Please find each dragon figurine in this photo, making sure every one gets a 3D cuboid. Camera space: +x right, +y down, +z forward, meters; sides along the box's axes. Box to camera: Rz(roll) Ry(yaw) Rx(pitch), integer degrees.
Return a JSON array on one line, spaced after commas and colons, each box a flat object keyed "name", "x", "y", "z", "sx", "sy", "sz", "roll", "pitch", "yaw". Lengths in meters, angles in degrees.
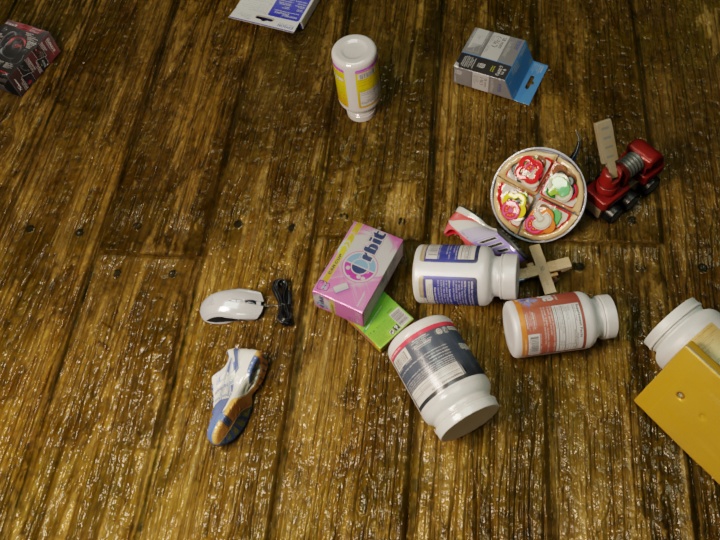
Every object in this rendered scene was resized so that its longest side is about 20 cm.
[{"name": "dragon figurine", "x": 0.417, "y": -0.195, "z": 1.478, "sx": 0.059, "sy": 0.200, "sz": 0.099, "roll": 36, "pitch": 37, "yaw": 6}]

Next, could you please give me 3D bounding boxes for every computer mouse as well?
[{"name": "computer mouse", "x": -0.242, "y": 0.072, "z": 1.449, "sx": 0.199, "sy": 0.044, "sz": 0.110, "roll": -5, "pitch": 62, "yaw": 3}]

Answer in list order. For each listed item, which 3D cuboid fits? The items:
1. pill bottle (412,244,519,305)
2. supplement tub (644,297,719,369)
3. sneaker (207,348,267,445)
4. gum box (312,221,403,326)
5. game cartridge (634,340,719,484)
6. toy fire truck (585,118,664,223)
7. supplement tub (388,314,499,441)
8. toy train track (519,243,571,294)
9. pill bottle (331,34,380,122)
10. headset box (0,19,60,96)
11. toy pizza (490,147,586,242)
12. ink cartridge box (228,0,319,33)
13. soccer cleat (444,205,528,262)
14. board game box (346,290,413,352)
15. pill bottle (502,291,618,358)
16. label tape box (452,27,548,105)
[{"name": "pill bottle", "x": 0.212, "y": 0.010, "z": 1.380, "sx": 0.199, "sy": 0.120, "sz": 0.120, "roll": 3, "pitch": 61, "yaw": 17}, {"name": "supplement tub", "x": 0.634, "y": 0.161, "z": 1.255, "sx": 0.144, "sy": 0.145, "sz": 0.200, "roll": -33, "pitch": 63, "yaw": -13}, {"name": "sneaker", "x": -0.256, "y": 0.243, "z": 1.349, "sx": 0.088, "sy": 0.075, "sz": 0.201, "roll": 8, "pitch": 55, "yaw": 23}, {"name": "gum box", "x": 0.000, "y": 0.000, "z": 1.423, "sx": 0.113, "sy": 0.066, "sz": 0.200, "roll": 23, "pitch": 64, "yaw": 15}, {"name": "game cartridge", "x": 0.598, "y": 0.247, "z": 1.198, "sx": 0.032, "sy": 0.177, "sz": 0.200, "roll": -24, "pitch": 59, "yaw": -35}, {"name": "toy fire truck", "x": 0.545, "y": -0.227, "z": 1.447, "sx": 0.176, "sy": 0.200, "sz": 0.129, "roll": -35, "pitch": 64, "yaw": -13}, {"name": "supplement tub", "x": 0.152, "y": 0.197, "z": 1.285, "sx": 0.140, "sy": 0.141, "sz": 0.200, "roll": -26, "pitch": 62, "yaw": -9}, {"name": "toy train track", "x": 0.334, "y": 0.013, "z": 1.433, "sx": 0.199, "sy": 0.033, "sz": 0.115, "roll": -14, "pitch": 60, "yaw": 6}, {"name": "pill bottle", "x": -0.006, "y": -0.442, "z": 1.621, "sx": 0.104, "sy": 0.200, "sz": 0.105, "roll": -2, "pitch": 60, "yaw": 4}, {"name": "headset box", "x": -0.921, "y": -0.579, "z": 1.859, "sx": 0.148, "sy": 0.075, "sz": 0.201, "roll": 19, "pitch": 65, "yaw": 15}, {"name": "toy pizza", "x": 0.369, "y": -0.156, "z": 1.452, "sx": 0.199, "sy": 0.032, "sz": 0.201, "roll": 5, "pitch": 103, "yaw": 23}, {"name": "ink cartridge box", "x": -0.227, "y": -0.722, "z": 1.891, "sx": 0.197, "sy": 0.047, "sz": 0.201, "roll": 18, "pitch": 66, "yaw": 13}, {"name": "soccer cleat", "x": 0.262, "y": -0.061, "z": 1.455, "sx": 0.200, "sy": 0.068, "sz": 0.073, "roll": 39, "pitch": 93, "yaw": 35}, {"name": "board game box", "x": 0.007, "y": 0.070, "z": 1.435, "sx": 0.095, "sy": 0.030, "sz": 0.200, "roll": -40, "pitch": 67, "yaw": -17}, {"name": "pill bottle", "x": 0.382, "y": 0.101, "z": 1.332, "sx": 0.199, "sy": 0.112, "sz": 0.113, "roll": -8, "pitch": 60, "yaw": 1}, {"name": "label tape box", "x": 0.346, "y": -0.504, "z": 1.699, "sx": 0.199, "sy": 0.063, "sz": 0.145, "roll": 22, "pitch": 66, "yaw": 17}]
